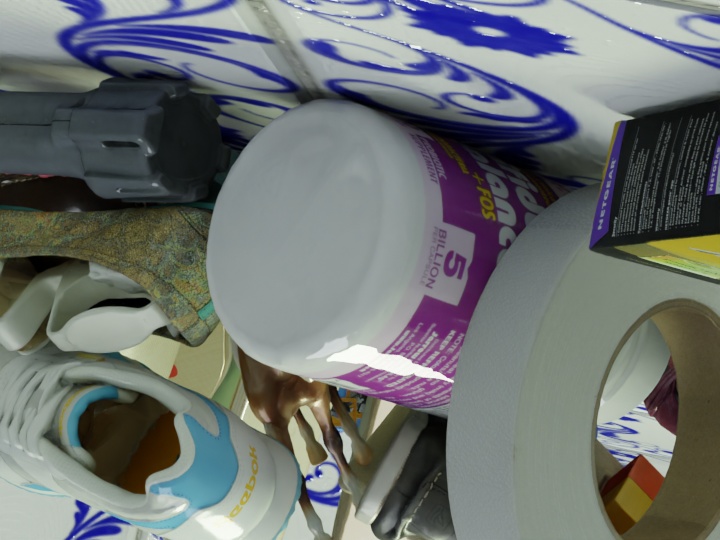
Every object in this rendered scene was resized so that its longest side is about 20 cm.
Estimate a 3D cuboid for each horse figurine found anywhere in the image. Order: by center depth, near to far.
[{"bbox_3d":[-0.029,0.045,1.228,0.050,0.133,0.200,-20,-165,5],"label":"horse figurine"}]

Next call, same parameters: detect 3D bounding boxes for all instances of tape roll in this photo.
[{"bbox_3d":[0.113,0.064,1.083,0.037,0.203,0.203,5,171,43],"label":"tape roll"}]

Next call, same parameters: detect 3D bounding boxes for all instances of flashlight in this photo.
[{"bbox_3d":[-0.147,-0.056,1.152,0.200,0.068,0.068,4,128,34],"label":"flashlight"}]

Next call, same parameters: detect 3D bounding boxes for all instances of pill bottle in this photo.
[{"bbox_3d":[0.041,0.006,1.109,0.112,0.113,0.200,6,171,44],"label":"pill bottle"}]

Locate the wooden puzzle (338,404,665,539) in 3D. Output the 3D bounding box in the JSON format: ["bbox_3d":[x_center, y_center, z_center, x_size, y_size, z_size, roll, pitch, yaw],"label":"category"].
[{"bbox_3d":[0.102,0.123,1.335,0.200,0.046,0.185,42,-148,0],"label":"wooden puzzle"}]

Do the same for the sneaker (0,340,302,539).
[{"bbox_3d":[-0.120,0.065,1.170,0.200,0.077,0.081,14,165,38],"label":"sneaker"}]

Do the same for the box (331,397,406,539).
[{"bbox_3d":[0.046,0.095,1.512,0.095,0.200,0.078,12,-142,-1],"label":"box"}]

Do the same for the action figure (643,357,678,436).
[{"bbox_3d":[0.209,0.097,1.420,0.200,0.149,0.134,40,173,17],"label":"action figure"}]

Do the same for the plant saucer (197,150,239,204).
[{"bbox_3d":[0.000,0.000,1.263,0.200,0.019,0.070,31,159,-8],"label":"plant saucer"}]

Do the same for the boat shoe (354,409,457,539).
[{"bbox_3d":[0.041,0.086,1.189,0.057,0.067,0.200,32,-166,2],"label":"boat shoe"}]

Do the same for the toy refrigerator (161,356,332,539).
[{"bbox_3d":[-0.065,0.064,1.402,0.070,0.200,0.076,-15,-127,-32],"label":"toy refrigerator"}]

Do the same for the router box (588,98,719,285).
[{"bbox_3d":[0.202,-0.011,0.924,0.199,0.052,0.157,14,174,-17],"label":"router box"}]

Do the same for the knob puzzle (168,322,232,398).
[{"bbox_3d":[-0.137,0.000,1.357,0.219,0.030,0.220,19,133,22],"label":"knob puzzle"}]

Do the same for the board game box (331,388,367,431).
[{"bbox_3d":[0.044,0.064,1.634,0.199,0.037,0.151,6,-163,3],"label":"board game box"}]

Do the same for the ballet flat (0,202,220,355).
[{"bbox_3d":[-0.127,0.007,1.158,0.200,0.071,0.071,-2,166,44],"label":"ballet flat"}]

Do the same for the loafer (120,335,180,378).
[{"bbox_3d":[-0.113,0.027,1.276,0.076,0.068,0.200,-13,169,-34],"label":"loafer"}]

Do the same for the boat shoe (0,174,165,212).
[{"bbox_3d":[-0.172,-0.016,1.280,0.202,0.075,0.075,-15,126,45],"label":"boat shoe"}]
